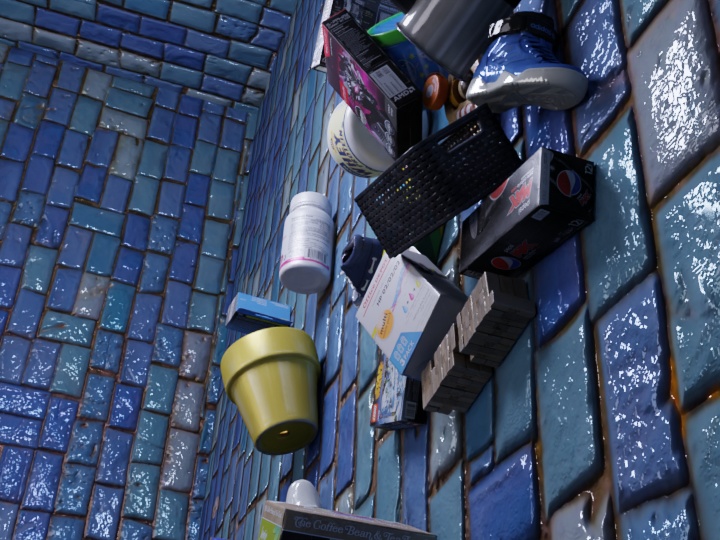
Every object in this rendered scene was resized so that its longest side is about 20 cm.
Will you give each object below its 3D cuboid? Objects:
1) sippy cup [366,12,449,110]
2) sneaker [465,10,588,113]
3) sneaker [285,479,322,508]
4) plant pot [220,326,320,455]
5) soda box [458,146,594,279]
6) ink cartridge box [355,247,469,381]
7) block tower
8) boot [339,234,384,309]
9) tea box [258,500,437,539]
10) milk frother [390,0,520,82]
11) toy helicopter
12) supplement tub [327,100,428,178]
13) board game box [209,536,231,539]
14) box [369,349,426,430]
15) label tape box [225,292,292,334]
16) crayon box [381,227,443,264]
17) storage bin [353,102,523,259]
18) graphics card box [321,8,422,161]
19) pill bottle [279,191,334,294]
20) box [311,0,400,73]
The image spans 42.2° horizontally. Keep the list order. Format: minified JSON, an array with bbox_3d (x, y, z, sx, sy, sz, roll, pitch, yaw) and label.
[{"bbox_3d":[0.090,-0.312,1.379,0.178,0.138,0.132,34,148,64],"label":"sippy cup"},{"bbox_3d":[0.195,-0.243,1.049,0.199,0.075,0.113,14,84,69],"label":"sneaker"},{"bbox_3d":[-0.075,0.431,1.555,0.116,0.072,0.204,123,146,-50],"label":"sneaker"},{"bbox_3d":[-0.164,0.246,1.835,0.202,0.197,0.191,117,145,-44],"label":"plant pot"},{"bbox_3d":[0.173,-0.053,1.003,0.200,0.062,0.072,133,147,-62],"label":"soda box"},{"bbox_3d":[0.062,0.046,1.228,0.117,0.067,0.200,-64,31,14],"label":"ink cartridge box"},{"bbox_3d":[0.130,0.085,1.068,0.202,0.053,0.059,117,159,-44],"label":"block tower"},{"bbox_3d":[0.000,0.000,1.574,0.201,0.088,0.074,123,155,-54],"label":"boot"},{"bbox_3d":[-0.030,0.398,1.132,0.133,0.196,0.201,152,130,-72],"label":"tea box"},{"bbox_3d":[0.142,-0.369,1.208,0.189,0.181,0.199,-50,-21,19],"label":"milk frother"},{"bbox_3d":[0.159,-0.210,1.222,0.133,0.077,0.203,-51,39,41],"label":"toy helicopter"},{"bbox_3d":[0.022,-0.234,1.581,0.200,0.142,0.148,-178,101,-76],"label":"supplement tub"},{"bbox_3d":[-0.323,0.755,2.170,0.159,0.095,0.204,-133,57,-73],"label":"board game box"},{"bbox_3d":[0.064,0.120,1.326,0.137,0.039,0.205,147,134,-69],"label":"box"},{"bbox_3d":[-0.253,0.110,2.359,0.200,0.141,0.065,136,147,-64],"label":"label tape box"},{"bbox_3d":[0.087,-0.088,1.391,0.127,0.050,0.205,-160,82,-75],"label":"crayon box"},{"bbox_3d":[0.093,-0.105,1.146,0.095,0.134,0.200,56,154,1],"label":"storage bin"},{"bbox_3d":[0.016,-0.266,1.349,0.201,0.050,0.126,52,163,26],"label":"graphics card box"},{"bbox_3d":[-0.113,-0.062,2.024,0.114,0.111,0.204,122,156,-52],"label":"pill bottle"},{"bbox_3d":[0.029,-0.394,1.580,0.050,0.196,0.161,-175,97,-71],"label":"box"}]
